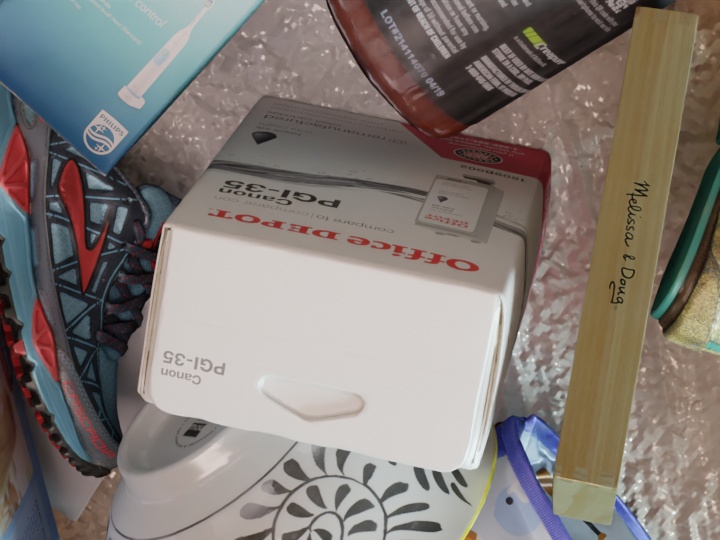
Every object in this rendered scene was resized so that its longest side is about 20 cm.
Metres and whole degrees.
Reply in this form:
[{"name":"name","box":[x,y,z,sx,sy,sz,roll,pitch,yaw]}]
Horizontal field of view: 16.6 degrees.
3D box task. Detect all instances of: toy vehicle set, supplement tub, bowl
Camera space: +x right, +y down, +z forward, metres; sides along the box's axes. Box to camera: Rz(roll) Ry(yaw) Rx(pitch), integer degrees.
[{"name":"toy vehicle set","box":[0.111,0.002,1.051,0.026,0.124,0.200,10,80,6]},{"name":"supplement tub","box":[0.088,-0.148,1.057,0.200,0.107,0.107,-31,102,18]},{"name":"bowl","box":[-0.047,0.093,1.106,0.201,0.201,0.094,-30,115,18]}]

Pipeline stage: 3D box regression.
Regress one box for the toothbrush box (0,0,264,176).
[{"name":"toothbrush box","box":[-0.062,-0.155,1.059,0.085,0.146,0.200,43,111,-7]}]

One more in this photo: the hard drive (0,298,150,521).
[{"name":"hard drive","box":[-0.191,0.017,1.207,0.200,0.025,0.132,32,111,-2]}]

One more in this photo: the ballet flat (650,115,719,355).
[{"name":"ballet flat","box":[0.178,-0.050,1.053,0.071,0.200,0.071,16,155,8]}]

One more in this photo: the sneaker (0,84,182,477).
[{"name":"sneaker","box":[-0.122,-0.006,1.136,0.095,0.079,0.200,-12,90,-5]}]

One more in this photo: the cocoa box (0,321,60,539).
[{"name":"cocoa box","box":[-0.227,0.086,1.114,0.131,0.133,0.200,-9,110,10]}]

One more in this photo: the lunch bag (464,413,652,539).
[{"name":"lunch bag","box":[0.064,0.178,1.170,0.170,0.124,0.200,-33,109,20]}]

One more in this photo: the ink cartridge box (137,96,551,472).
[{"name":"ink cartridge box","box":[0.000,0.000,1.073,0.146,0.200,0.083,12,110,5]}]
